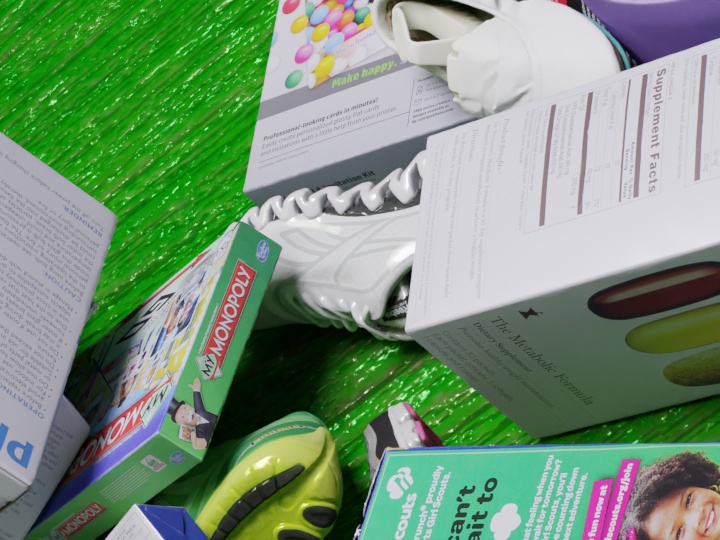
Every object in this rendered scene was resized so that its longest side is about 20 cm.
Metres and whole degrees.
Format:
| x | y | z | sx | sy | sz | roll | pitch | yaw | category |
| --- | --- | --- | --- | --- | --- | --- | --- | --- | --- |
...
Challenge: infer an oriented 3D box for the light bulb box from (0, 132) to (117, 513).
| x | y | z | sx | sy | sz | roll | pitch | yaw | category |
| --- | --- | --- | --- | --- | --- | --- | --- | --- | --- |
| -0.240 | 0.055 | 1.286 | 0.198 | 0.124 | 0.201 | -41 | 24 | 36 | light bulb box |

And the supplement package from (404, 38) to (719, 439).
| x | y | z | sx | sy | sz | roll | pitch | yaw | category |
| --- | --- | --- | --- | --- | --- | --- | --- | --- | --- |
| 0.135 | -0.016 | 1.148 | 0.199 | 0.114 | 0.110 | -17 | 50 | 34 | supplement package |

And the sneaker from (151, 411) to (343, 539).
| x | y | z | sx | sy | sz | roll | pitch | yaw | category |
| --- | --- | --- | --- | --- | --- | --- | --- | --- | --- |
| -0.082 | 0.141 | 1.273 | 0.200 | 0.074 | 0.084 | -36 | 14 | 21 | sneaker |

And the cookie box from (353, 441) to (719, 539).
| x | y | z | sx | sy | sz | roll | pitch | yaw | category |
| --- | --- | --- | --- | --- | --- | --- | --- | --- | --- |
| 0.118 | 0.139 | 0.994 | 0.199 | 0.171 | 0.076 | -5 | 52 | 40 | cookie box |

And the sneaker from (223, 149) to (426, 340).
| x | y | z | sx | sy | sz | roll | pitch | yaw | category |
| --- | --- | --- | --- | --- | --- | --- | --- | --- | --- |
| 0.000 | 0.000 | 1.302 | 0.199 | 0.075 | 0.082 | -19 | 56 | 32 | sneaker |

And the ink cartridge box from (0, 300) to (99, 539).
| x | y | z | sx | sy | sz | roll | pitch | yaw | category |
| --- | --- | --- | --- | --- | --- | --- | --- | --- | --- |
| -0.201 | 0.102 | 1.371 | 0.201 | 0.043 | 0.196 | -56 | 18 | -6 | ink cartridge box |

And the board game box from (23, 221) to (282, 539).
| x | y | z | sx | sy | sz | roll | pitch | yaw | category |
| --- | --- | --- | --- | --- | --- | --- | --- | --- | --- |
| -0.119 | 0.072 | 1.314 | 0.200 | 0.029 | 0.135 | -37 | 26 | 48 | board game box |

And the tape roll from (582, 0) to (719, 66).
| x | y | z | sx | sy | sz | roll | pitch | yaw | category |
| --- | --- | --- | --- | --- | --- | --- | --- | --- | --- |
| 0.185 | -0.180 | 1.183 | 0.199 | 0.085 | 0.201 | -24 | 46 | 27 | tape roll |

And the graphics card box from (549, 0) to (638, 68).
| x | y | z | sx | sy | sz | roll | pitch | yaw | category |
| --- | --- | --- | --- | --- | --- | --- | --- | --- | --- |
| 0.181 | -0.123 | 1.245 | 0.199 | 0.051 | 0.126 | -29 | 42 | 24 | graphics card box |

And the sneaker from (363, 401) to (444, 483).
| x | y | z | sx | sy | sz | roll | pitch | yaw | category |
| --- | --- | --- | --- | --- | --- | --- | --- | --- | --- |
| 0.018 | 0.148 | 1.155 | 0.087 | 0.074 | 0.201 | -27 | 48 | 15 | sneaker |

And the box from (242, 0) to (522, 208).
| x | y | z | sx | sy | sz | roll | pitch | yaw | category |
| --- | --- | --- | --- | --- | --- | --- | --- | --- | --- |
| 0.021 | -0.132 | 1.410 | 0.155 | 0.041 | 0.201 | -16 | 48 | 33 | box |

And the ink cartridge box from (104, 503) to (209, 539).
| x | y | z | sx | sy | sz | roll | pitch | yaw | category |
| --- | --- | --- | --- | --- | --- | --- | --- | --- | --- |
| -0.127 | 0.214 | 1.208 | 0.094 | 0.044 | 0.200 | 47 | 107 | 27 | ink cartridge box |

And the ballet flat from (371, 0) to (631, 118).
| x | y | z | sx | sy | sz | roll | pitch | yaw | category |
| --- | --- | --- | --- | --- | --- | --- | --- | --- | --- |
| 0.060 | -0.102 | 1.247 | 0.070 | 0.069 | 0.200 | -49 | 29 | -1 | ballet flat |
